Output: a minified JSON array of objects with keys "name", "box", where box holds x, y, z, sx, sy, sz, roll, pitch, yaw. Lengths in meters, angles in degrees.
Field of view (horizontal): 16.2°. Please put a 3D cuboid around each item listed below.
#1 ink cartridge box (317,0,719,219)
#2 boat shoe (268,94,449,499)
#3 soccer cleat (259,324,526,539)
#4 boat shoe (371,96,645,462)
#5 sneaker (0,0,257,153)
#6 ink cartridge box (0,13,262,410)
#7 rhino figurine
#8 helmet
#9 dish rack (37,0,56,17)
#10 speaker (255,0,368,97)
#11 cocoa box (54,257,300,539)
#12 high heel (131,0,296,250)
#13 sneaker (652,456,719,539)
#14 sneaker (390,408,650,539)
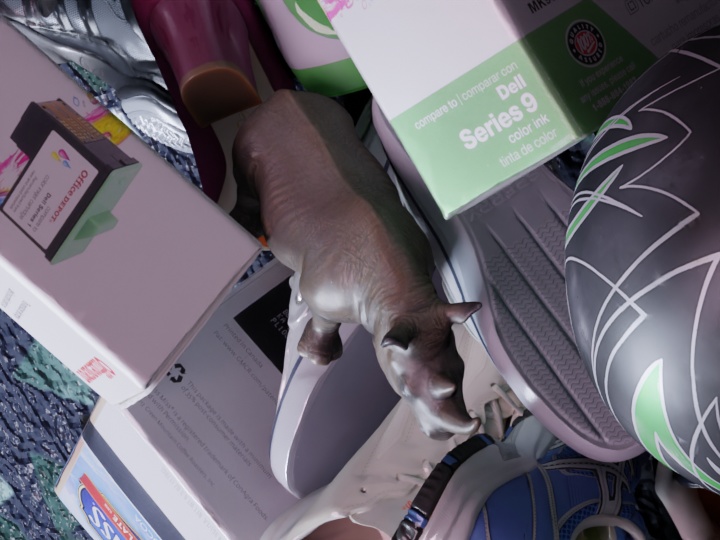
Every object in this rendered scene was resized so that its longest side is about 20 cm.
[{"name":"ink cartridge box","box":[0.047,-0.146,1.010,0.087,0.145,0.201,-31,91,44]},{"name":"boat shoe","box":[0.001,0.007,1.174,0.065,0.073,0.201,31,99,44]},{"name":"soccer cleat","box":[0.029,0.088,1.109,0.069,0.078,0.200,43,102,-10]},{"name":"boat shoe","box":[0.071,-0.003,1.064,0.067,0.073,0.201,84,161,-67]},{"name":"sneaker","box":[-0.123,-0.147,1.228,0.199,0.075,0.114,30,132,19]},{"name":"ink cartridge box","box":[-0.149,-0.037,1.108,0.200,0.084,0.145,41,169,-4]},{"name":"rhino figurine","box":[0.000,0.000,1.055,0.088,0.059,0.200,93,152,-42]},{"name":"helmet","box":[0.167,-0.002,0.930,0.189,0.201,0.201,19,135,-9]},{"name":"dish rack","box":[-0.115,-0.225,1.097,0.043,0.173,0.200,5,150,1]},{"name":"speaker","box":[-0.024,-0.182,1.101,0.088,0.088,0.201,-6,110,45]},{"name":"cocoa box","box":[-0.033,0.123,1.251,0.200,0.133,0.131,48,148,9]},{"name":"high heel","box":[-0.057,-0.085,1.173,0.200,0.067,0.097,74,179,-62]},{"name":"sneaker","box":[0.157,0.041,1.061,0.078,0.080,0.201,-8,115,17]},{"name":"sneaker","box":[0.083,0.102,1.052,0.077,0.200,0.076,35,118,16]}]
